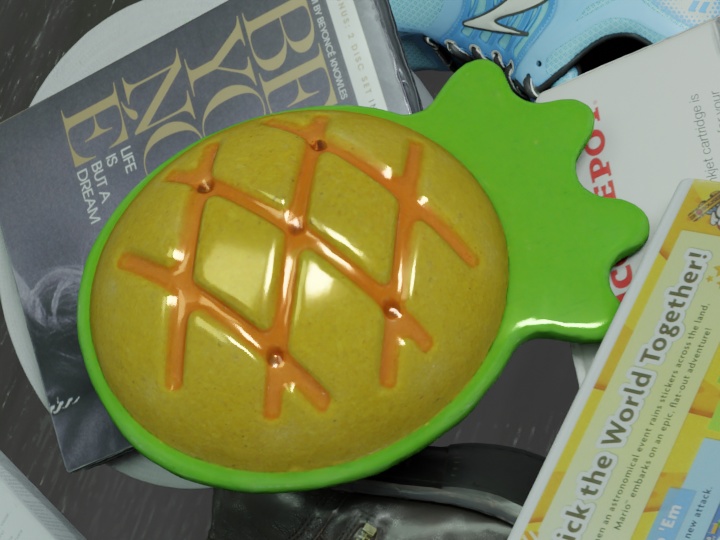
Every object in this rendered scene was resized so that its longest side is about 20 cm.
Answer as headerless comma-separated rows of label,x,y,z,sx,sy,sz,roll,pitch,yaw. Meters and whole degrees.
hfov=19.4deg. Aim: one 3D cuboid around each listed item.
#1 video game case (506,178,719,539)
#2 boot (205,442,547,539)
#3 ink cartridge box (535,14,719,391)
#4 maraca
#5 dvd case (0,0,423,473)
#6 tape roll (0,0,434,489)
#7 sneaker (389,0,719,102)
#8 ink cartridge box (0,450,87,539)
video game case,0.139,0.068,0.625,0.181,0.023,0.201,11,62,36
boot,0.007,0.147,0.791,0.199,0.069,0.175,19,103,10
ink cartridge box,0.173,-0.024,0.740,0.199,0.083,0.148,-22,59,25
maraca,0.000,0.000,0.723,0.199,0.107,0.138,-22,71,-9
dvd case,-0.058,-0.022,0.826,0.199,0.016,0.150,-24,77,28
tape roll,-0.055,-0.012,0.871,0.199,0.066,0.202,0,89,31
sneaker,0.066,-0.096,0.853,0.199,0.078,0.091,-5,75,37
ink cartridge box,-0.207,0.177,0.949,0.200,0.041,0.200,37,94,39
